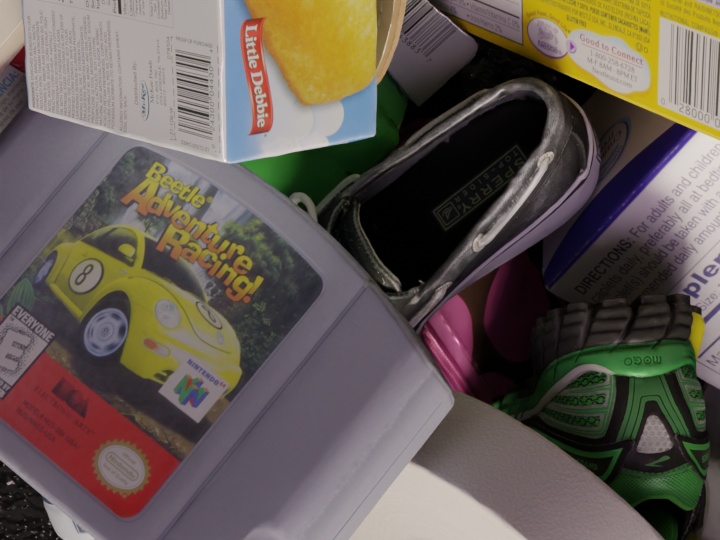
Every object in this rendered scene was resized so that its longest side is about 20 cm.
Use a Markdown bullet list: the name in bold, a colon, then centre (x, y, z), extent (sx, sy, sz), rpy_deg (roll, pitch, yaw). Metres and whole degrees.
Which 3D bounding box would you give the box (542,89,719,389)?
- **box**: centre (0.202, -0.034, 0.780), extent (0.200, 0.105, 0.184), rpy_deg (29, 126, -16)

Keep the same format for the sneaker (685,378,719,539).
- **sneaker**: centre (0.163, 0.101, 0.840), extent (0.085, 0.200, 0.075), rpy_deg (27, 117, -1)

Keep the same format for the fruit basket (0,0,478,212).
- **fruit basket**: centre (-0.085, -0.094, 0.790), extent (0.200, 0.094, 0.185), rpy_deg (41, 120, -10)

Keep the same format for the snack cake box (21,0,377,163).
- **snack cake box**: centre (-0.056, -0.144, 0.656), extent (0.067, 0.115, 0.200), rpy_deg (-14, 111, -39)

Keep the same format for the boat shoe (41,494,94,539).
- **boat shoe**: centre (-0.107, 0.034, 0.838), extent (0.071, 0.200, 0.091), rpy_deg (-15, 103, -4)

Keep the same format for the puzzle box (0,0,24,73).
- **puzzle box**: centre (-0.199, -0.102, 0.767), extent (0.133, 0.025, 0.200), rpy_deg (50, 120, 3)

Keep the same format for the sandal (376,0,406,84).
- **sandal**: centre (-0.001, -0.168, 0.707), extent (0.078, 0.070, 0.212), rpy_deg (0, 107, 45)

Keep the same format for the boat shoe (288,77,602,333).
- **boat shoe**: centre (0.002, 0.002, 0.751), extent (0.199, 0.074, 0.068), rpy_deg (-35, 162, 12)

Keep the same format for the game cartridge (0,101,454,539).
- **game cartridge**: centre (-0.073, 0.023, 0.705), extent (0.200, 0.133, 0.041), rpy_deg (35, 166, 24)

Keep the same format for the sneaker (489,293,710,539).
- **sneaker**: centre (0.086, 0.082, 0.779), extent (0.078, 0.085, 0.200), rpy_deg (-2, 158, -2)

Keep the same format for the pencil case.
- **pencil case**: centre (0.051, 0.034, 0.874), extent (0.091, 0.094, 0.200), rpy_deg (-29, 126, 12)

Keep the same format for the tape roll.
- **tape roll**: centre (0.068, 0.128, 0.757), extent (0.037, 0.203, 0.203), rpy_deg (-43, 130, -21)

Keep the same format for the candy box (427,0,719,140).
- **candy box**: centre (0.091, -0.111, 0.700), extent (0.026, 0.200, 0.102), rpy_deg (-23, 127, -35)
